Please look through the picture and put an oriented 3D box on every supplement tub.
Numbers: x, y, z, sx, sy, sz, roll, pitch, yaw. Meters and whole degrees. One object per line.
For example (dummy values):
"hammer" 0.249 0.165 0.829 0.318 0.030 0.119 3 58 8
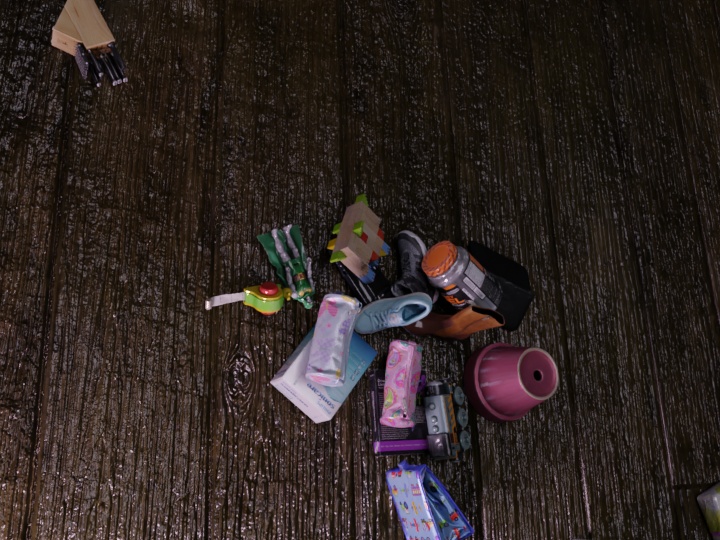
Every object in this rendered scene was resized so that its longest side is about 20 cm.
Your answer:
"supplement tub" 0.249 0.023 1.713 0.200 0.122 0.123 41 59 -27

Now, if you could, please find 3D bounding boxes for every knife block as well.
"knife block" -0.587 -0.519 1.554 0.175 0.064 0.200 22 65 -20

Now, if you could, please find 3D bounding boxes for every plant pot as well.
"plant pot" 0.388 0.270 1.734 0.200 0.179 0.201 9 70 -25

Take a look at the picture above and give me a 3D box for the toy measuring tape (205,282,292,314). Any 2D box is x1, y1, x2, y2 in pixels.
"toy measuring tape" -0.239 0.069 1.539 0.200 0.074 0.074 -10 79 -30

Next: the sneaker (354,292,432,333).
"sneaker" 0.074 0.102 1.638 0.200 0.082 0.074 -22 98 4

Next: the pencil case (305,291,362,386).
"pencil case" -0.056 0.150 1.501 0.090 0.083 0.200 8 67 14

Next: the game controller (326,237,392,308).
"game controller" 0.000 0.000 1.710 0.104 0.042 0.200 -33 91 -45

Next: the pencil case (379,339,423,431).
"pencil case" 0.097 0.263 1.604 0.087 0.087 0.201 18 65 -21

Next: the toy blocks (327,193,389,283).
"toy blocks" 0.011 -0.064 1.672 0.137 0.100 0.200 42 46 -31

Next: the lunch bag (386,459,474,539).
"lunch bag" 0.134 0.517 1.543 0.094 0.151 0.200 -28 88 -31

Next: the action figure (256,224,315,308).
"action figure" -0.153 -0.005 1.622 0.118 0.055 0.200 -21 88 -33

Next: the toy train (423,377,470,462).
"toy train" 0.201 0.356 1.648 0.114 0.085 0.201 11 69 -55

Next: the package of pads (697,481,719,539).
"package of pads" 1.070 0.719 2.004 0.154 0.068 0.200 -14 80 -31

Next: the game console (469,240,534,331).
"game console" 0.359 0.042 1.885 0.200 0.116 0.176 25 95 -17

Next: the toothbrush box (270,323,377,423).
"toothbrush box" -0.081 0.219 1.566 0.146 0.085 0.200 42 60 -9

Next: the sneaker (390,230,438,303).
"sneaker" 0.120 0.000 1.731 0.114 0.075 0.201 -19 87 -46

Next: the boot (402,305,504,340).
"boot" 0.217 0.123 1.681 0.188 0.200 0.069 23 67 -19

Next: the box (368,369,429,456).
"box" 0.094 0.336 1.648 0.143 0.036 0.201 5 73 -26

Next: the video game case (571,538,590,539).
"video game case" 0.607 0.762 1.689 0.045 0.181 0.200 -18 83 -29
